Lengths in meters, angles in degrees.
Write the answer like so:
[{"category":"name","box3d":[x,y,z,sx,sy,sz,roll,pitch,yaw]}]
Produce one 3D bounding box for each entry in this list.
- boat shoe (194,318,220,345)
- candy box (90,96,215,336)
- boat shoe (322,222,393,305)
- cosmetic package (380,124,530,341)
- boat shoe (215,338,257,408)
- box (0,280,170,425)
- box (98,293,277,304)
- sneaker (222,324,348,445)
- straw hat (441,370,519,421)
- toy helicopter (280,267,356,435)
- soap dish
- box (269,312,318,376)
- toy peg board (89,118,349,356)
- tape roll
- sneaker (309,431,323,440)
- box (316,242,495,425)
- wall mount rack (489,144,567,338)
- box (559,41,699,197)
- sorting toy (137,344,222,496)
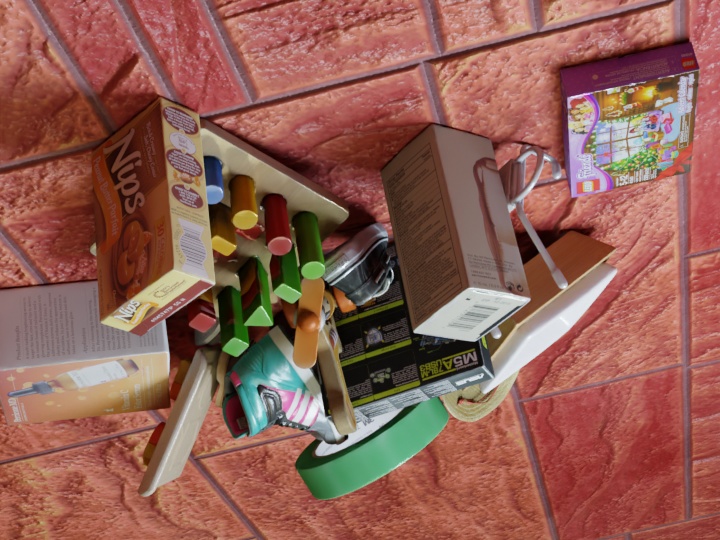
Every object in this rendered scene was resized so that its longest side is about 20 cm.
[{"category":"boat shoe","box3d":[-0.138,0.029,1.749,0.059,0.072,0.200,9,140,-26]},{"category":"candy box","box3d":[-0.203,-0.053,1.446,0.115,0.200,0.055,-32,142,34]},{"category":"boat shoe","box3d":[0.000,0.000,1.646,0.072,0.071,0.200,-34,-177,17]},{"category":"cosmetic package","box3d":[0.097,-0.039,1.571,0.087,0.200,0.103,10,147,-34]},{"category":"boat shoe","box3d":[-0.141,0.138,1.871,0.070,0.071,0.200,20,162,1]},{"category":"box","box3d":[-0.328,0.095,1.766,0.199,0.107,0.152,-6,151,-8]},{"category":"box","box3d":[-0.184,-0.027,1.620,0.199,0.021,0.164,-1,131,-9]},{"category":"sneaker","box3d":[-0.098,0.164,1.763,0.121,0.084,0.200,-34,131,-4]},{"category":"straw hat","box3d":[0.127,0.085,1.903,0.085,0.201,0.201,21,173,39]},{"category":"toy helicopter","box3d":[-0.039,0.084,1.662,0.079,0.201,0.132,-17,162,5]},{"category":"soap dish","box3d":[0.203,0.047,1.798,0.200,0.081,0.157,-34,164,-37]},{"category":"box","box3d":[-0.008,0.094,1.904,0.200,0.075,0.100,19,140,-39]},{"category":"toy peg board","box3d":[-0.143,-0.020,1.550,0.199,0.098,0.200,29,121,-31]},{"category":"tape roll","box3d":[0.014,0.212,1.876,0.200,0.048,0.200,-31,-173,4]},{"category":"sneaker","box3d":[0.016,0.138,1.856,0.200,0.078,0.077,-33,170,28]},{"category":"box","box3d":[0.041,0.063,1.738,0.200,0.194,0.048,-20,152,15]},{"category":"wall mount rack","box3d":[0.159,-0.035,1.621,0.074,0.174,0.200,25,139,-21]},{"category":"box","box3d":[0.284,-0.156,1.588,0.136,0.039,0.200,-12,151,4]},{"category":"sorting toy","box3d":[-0.217,0.175,1.829,0.036,0.186,0.200,23,-177,3]}]
